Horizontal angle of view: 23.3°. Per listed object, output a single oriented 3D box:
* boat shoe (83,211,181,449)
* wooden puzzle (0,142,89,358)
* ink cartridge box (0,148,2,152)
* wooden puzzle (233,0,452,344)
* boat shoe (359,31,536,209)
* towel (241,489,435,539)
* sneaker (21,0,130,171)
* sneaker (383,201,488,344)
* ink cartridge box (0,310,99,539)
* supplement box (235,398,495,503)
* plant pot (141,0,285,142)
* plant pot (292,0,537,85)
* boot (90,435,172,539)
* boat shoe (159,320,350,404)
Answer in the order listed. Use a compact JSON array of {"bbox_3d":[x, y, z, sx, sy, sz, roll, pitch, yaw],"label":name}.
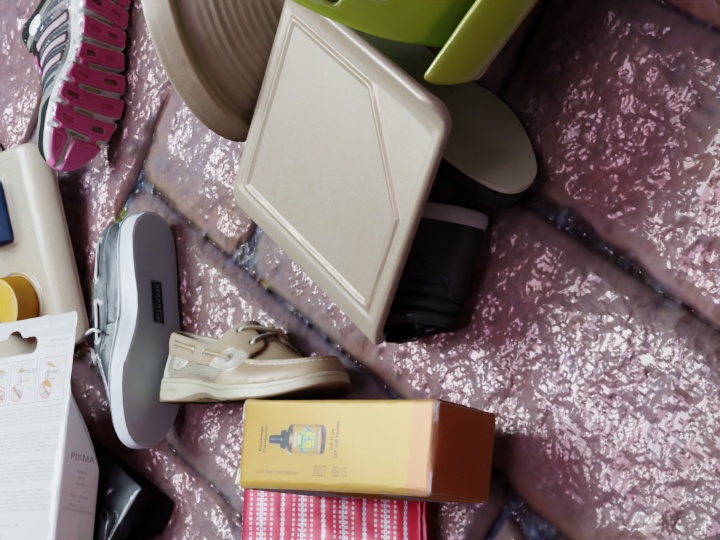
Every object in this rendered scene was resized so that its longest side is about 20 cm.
[{"bbox_3d":[-0.196,0.052,1.450,0.068,0.073,0.202,-16,73,36],"label":"boat shoe"},{"bbox_3d":[-0.349,-0.003,1.581,0.198,0.046,0.187,-15,85,31],"label":"wooden puzzle"},{"bbox_3d":[-0.412,-0.075,1.695,0.163,0.057,0.200,-55,48,23],"label":"ink cartridge box"},{"bbox_3d":[-0.013,-0.077,1.212,0.185,0.037,0.201,44,134,37],"label":"wooden puzzle"},{"bbox_3d":[0.051,-0.105,1.254,0.201,0.073,0.064,43,141,31],"label":"boat shoe"},{"bbox_3d":[-0.020,0.176,1.302,0.199,0.022,0.146,-3,81,43],"label":"towel"},{"bbox_3d":[-0.260,-0.184,1.551,0.087,0.073,0.202,-2,78,43],"label":"sneaker"},{"bbox_3d":[0.000,0.000,1.276,0.199,0.070,0.100,5,82,39],"label":"sneaker"},{"bbox_3d":[-0.287,0.145,1.471,0.160,0.050,0.202,-9,68,38],"label":"ink cartridge box"},{"bbox_3d":[0.000,0.127,1.233,0.199,0.068,0.067,-3,77,43],"label":"supplement box"},{"bbox_3d":[-0.074,-0.205,1.301,0.092,0.200,0.203,-13,74,27],"label":"plant pot"},{"bbox_3d":[0.056,-0.247,1.159,0.181,0.199,0.201,37,113,-3],"label":"plant pot"},{"bbox_3d":[-0.259,0.216,1.499,0.199,0.065,0.166,31,106,37],"label":"boot"},{"bbox_3d":[-0.088,0.070,1.348,0.199,0.071,0.065,-5,81,44],"label":"boat shoe"}]
